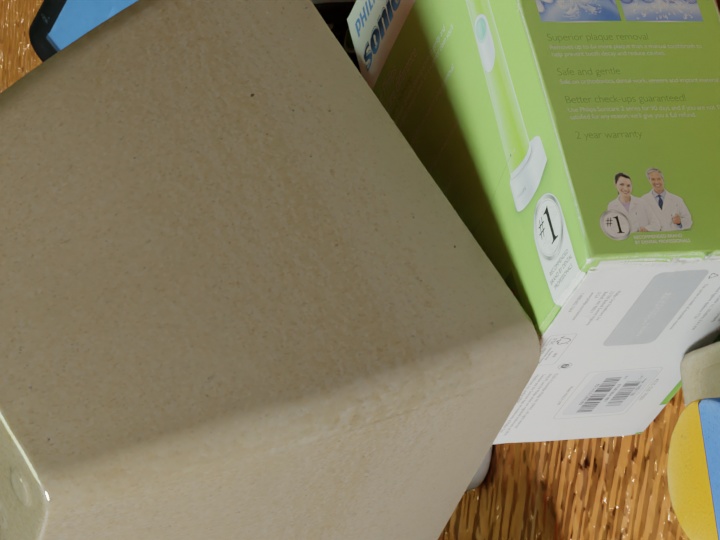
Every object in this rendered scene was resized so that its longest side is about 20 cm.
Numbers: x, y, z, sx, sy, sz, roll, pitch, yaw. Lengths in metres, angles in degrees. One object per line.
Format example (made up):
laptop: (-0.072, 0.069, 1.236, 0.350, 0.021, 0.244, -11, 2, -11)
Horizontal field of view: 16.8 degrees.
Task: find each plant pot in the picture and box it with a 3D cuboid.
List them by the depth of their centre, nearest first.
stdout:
plant pot: (-0.081, 0.033, 0.910, 0.201, 0.176, 0.200, 55, 150, 21)

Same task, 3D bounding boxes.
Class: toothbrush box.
toothbrush box: (0.072, -0.055, 0.918, 0.146, 0.085, 0.201, 119, 141, -55)

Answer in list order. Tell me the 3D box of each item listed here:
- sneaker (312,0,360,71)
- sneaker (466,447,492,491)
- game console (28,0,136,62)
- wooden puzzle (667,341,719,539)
sneaker: (-0.015, -0.154, 1.141, 0.116, 0.075, 0.201, -114, 30, -48)
sneaker: (0.000, 0.000, 1.064, 0.073, 0.111, 0.202, 178, 90, -67)
game console: (-0.135, -0.081, 1.362, 0.200, 0.118, 0.174, 134, 154, -61)
wooden puzzle: (0.154, 0.102, 0.783, 0.200, 0.046, 0.187, 148, 117, -65)
